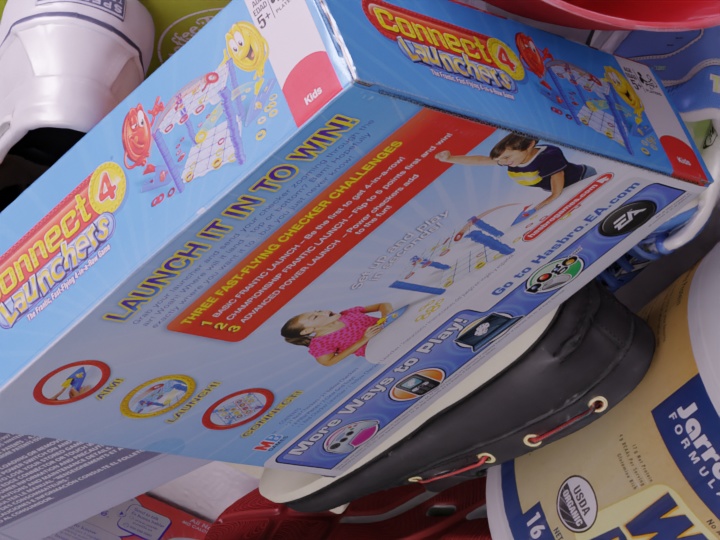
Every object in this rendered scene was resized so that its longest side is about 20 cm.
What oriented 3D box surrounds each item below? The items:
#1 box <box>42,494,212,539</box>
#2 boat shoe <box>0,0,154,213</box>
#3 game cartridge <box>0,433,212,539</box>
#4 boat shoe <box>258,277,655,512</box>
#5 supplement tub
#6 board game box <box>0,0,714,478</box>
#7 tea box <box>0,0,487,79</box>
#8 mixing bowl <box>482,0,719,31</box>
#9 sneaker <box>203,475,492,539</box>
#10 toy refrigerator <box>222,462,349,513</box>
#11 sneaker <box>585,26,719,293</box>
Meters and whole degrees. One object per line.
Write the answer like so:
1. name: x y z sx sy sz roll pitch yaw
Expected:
1. box: -0.103 0.178 1.380 0.199 0.103 0.095 22 129 10
2. boat shoe: -0.114 -0.025 1.036 0.073 0.066 0.200 7 151 -2
3. game cartridge: -0.137 0.062 1.202 0.200 0.041 0.133 -25 150 27
4. boat shoe: 0.033 0.057 1.149 0.063 0.074 0.201 36 138 -21
5. supplement tub: 0.159 0.067 1.143 0.144 0.144 0.200 42 130 -5
6. board game box: -0.014 -0.011 1.002 0.200 0.196 0.056 -39 59 28
7. tea box: -0.087 -0.113 1.079 0.200 0.134 0.197 -18 142 36
8. mixing bowl: 0.072 -0.166 1.020 0.200 0.200 0.108 44 157 -7
9. sneaker: 0.029 0.154 1.313 0.199 0.078 0.116 -2 119 29
10. toy refrigerator: 0.000 0.000 1.223 0.070 0.076 0.200 23 128 12
11. sneaker: 0.094 -0.031 1.142 0.075 0.077 0.200 14 134 -13
